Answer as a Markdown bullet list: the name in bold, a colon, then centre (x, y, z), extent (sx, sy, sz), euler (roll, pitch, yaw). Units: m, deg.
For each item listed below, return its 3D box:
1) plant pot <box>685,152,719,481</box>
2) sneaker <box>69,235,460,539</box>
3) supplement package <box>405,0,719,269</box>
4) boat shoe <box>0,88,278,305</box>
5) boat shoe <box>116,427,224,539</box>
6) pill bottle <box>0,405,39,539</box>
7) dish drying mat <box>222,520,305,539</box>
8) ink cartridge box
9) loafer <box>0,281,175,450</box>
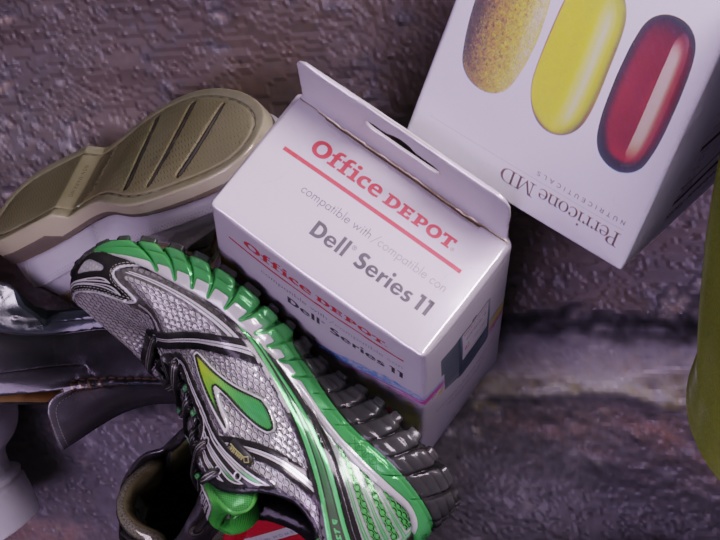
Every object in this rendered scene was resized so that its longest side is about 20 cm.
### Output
- **plant pot**: centre (0.213, 0.005, 1.026), extent (0.200, 0.200, 0.193), euler (32, 137, 14)
- **sneaker**: centre (-0.055, 0.061, 1.156), extent (0.200, 0.085, 0.078), euler (40, 165, 13)
- **supplement package**: centre (0.116, -0.123, 1.059), extent (0.114, 0.110, 0.200), euler (31, 125, 16)
- **boat shoe**: centre (-0.093, -0.030, 1.260), extent (0.200, 0.075, 0.068), euler (-15, 128, 48)
- **boat shoe**: centre (-0.088, 0.115, 1.292), extent (0.201, 0.066, 0.072), euler (-45, 42, 48)
- **pill bottle**: centre (-0.247, 0.054, 1.366), extent (0.112, 0.112, 0.200), euler (-18, 102, 36)
- **dish drying mat**: centre (-0.037, 0.165, 1.253), extent (0.077, 0.018, 0.200), euler (19, 129, 4)
- **ink cartridge box**: centre (0.000, 0.000, 1.150), extent (0.117, 0.067, 0.200), euler (35, 163, 13)
- **loafer**: centre (-0.138, 0.054, 1.293), extent (0.199, 0.073, 0.072), euler (10, 77, 5)
